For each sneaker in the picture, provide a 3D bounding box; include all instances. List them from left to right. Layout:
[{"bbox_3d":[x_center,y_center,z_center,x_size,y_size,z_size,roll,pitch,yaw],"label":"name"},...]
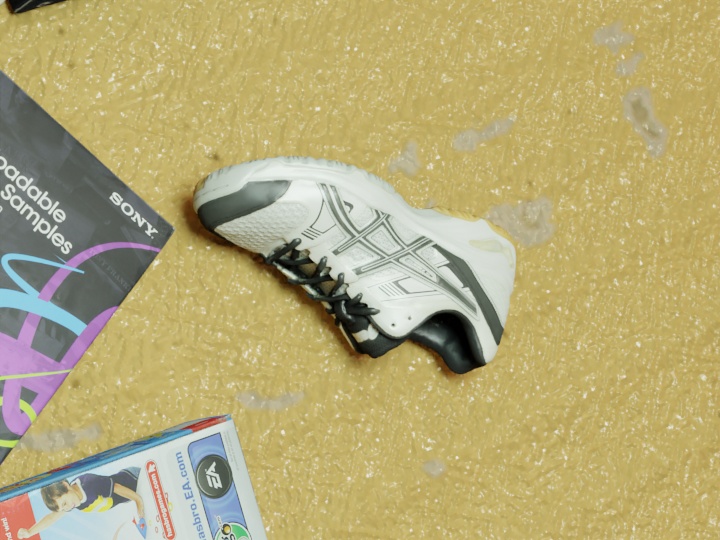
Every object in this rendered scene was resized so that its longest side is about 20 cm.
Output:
[{"bbox_3d":[0.000,0.000,1.533,0.200,0.076,0.088,16,67,-25],"label":"sneaker"}]

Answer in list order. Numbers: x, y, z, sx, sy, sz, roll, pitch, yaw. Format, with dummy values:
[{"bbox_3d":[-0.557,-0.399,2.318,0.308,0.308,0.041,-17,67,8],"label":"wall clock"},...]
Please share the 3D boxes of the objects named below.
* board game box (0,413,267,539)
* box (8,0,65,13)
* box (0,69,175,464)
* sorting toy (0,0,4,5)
[{"bbox_3d":[-0.128,0.195,1.387,0.195,0.056,0.201,-18,94,-34],"label":"board game box"},{"bbox_3d":[-0.117,-0.266,1.519,0.198,0.123,0.200,-19,86,-33],"label":"box"},{"bbox_3d":[-0.202,0.005,1.434,0.143,0.036,0.200,42,57,-13],"label":"box"},{"bbox_3d":[-0.297,-0.182,1.416,0.200,0.070,0.199,-37,95,-34],"label":"sorting toy"}]
